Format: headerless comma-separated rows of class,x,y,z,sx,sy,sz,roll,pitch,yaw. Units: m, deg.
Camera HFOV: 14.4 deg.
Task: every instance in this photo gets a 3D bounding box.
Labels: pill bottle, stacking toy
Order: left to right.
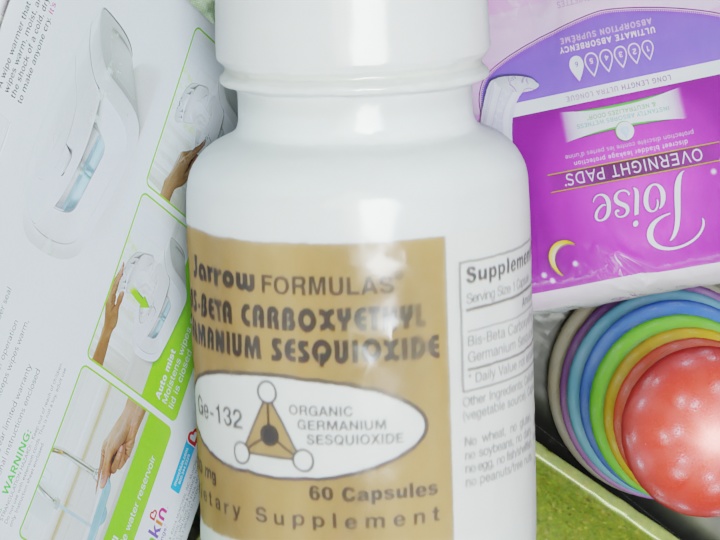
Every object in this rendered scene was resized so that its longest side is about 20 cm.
pill bottle,0.000,0.000,0.940,0.114,0.114,0.201,-2,100,0
stacking toy,0.113,0.046,0.975,0.085,0.200,0.086,0,92,-1

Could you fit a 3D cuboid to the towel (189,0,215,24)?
towel,0.036,-0.095,1.060,0.200,0.023,0.153,-33,91,2

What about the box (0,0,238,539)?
box,-0.118,-0.003,0.948,0.096,0.176,0.201,4,68,36

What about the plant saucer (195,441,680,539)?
plant saucer,0.024,0.150,1.020,0.199,0.048,0.200,35,57,-2

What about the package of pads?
package of pads,0.114,-0.055,0.971,0.199,0.076,0.121,-11,91,32
